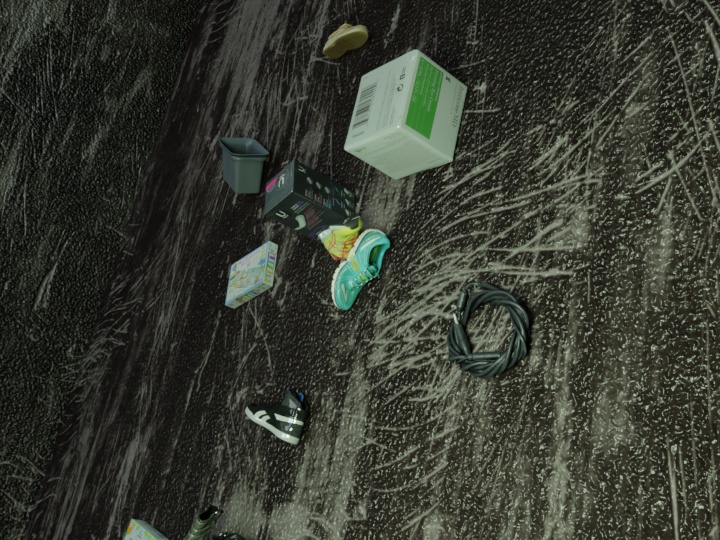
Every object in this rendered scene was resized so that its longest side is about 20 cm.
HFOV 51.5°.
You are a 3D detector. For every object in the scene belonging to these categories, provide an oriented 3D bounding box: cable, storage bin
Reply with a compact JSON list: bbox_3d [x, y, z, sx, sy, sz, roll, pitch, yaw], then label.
[{"bbox_3d":[0.221,0.110,1.328,0.200,0.051,0.164,33,97,56],"label":"cable"},{"bbox_3d":[-0.367,-0.332,2.372,0.200,0.144,0.135,-134,46,-55],"label":"storage bin"}]

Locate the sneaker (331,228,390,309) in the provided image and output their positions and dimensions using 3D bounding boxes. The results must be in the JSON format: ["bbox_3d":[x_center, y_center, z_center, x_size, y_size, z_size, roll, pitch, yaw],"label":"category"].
[{"bbox_3d":[0.000,0.000,1.689,0.079,0.077,0.201,30,94,48],"label":"sneaker"}]

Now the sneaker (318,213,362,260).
[{"bbox_3d":[-0.034,-0.073,1.754,0.091,0.078,0.200,67,162,1],"label":"sneaker"}]

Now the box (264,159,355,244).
[{"bbox_3d":[-0.123,-0.165,1.847,0.122,0.199,0.107,-33,45,38],"label":"box"}]

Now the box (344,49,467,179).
[{"bbox_3d":[0.102,-0.342,1.676,0.199,0.171,0.200,-10,61,50],"label":"box"}]

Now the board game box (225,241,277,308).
[{"bbox_3d":[-0.314,0.014,2.146,0.199,0.034,0.135,-27,48,43],"label":"board game box"}]

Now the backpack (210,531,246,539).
[{"bbox_3d":[-0.316,0.690,1.608,0.163,0.154,0.200,-39,4,47],"label":"backpack"}]

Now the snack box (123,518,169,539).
[{"bbox_3d":[-0.591,0.772,2.021,0.199,0.053,0.143,-1,67,54],"label":"snack box"}]

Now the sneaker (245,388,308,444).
[{"bbox_3d":[-0.185,0.321,1.744,0.199,0.073,0.113,17,80,48],"label":"sneaker"}]

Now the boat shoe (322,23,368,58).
[{"bbox_3d":[-0.044,-0.688,2.191,0.199,0.073,0.070,-6,70,53],"label":"boat shoe"}]

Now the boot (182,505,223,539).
[{"bbox_3d":[-0.377,0.598,1.648,0.131,0.067,0.200,-66,-9,9],"label":"boot"}]
